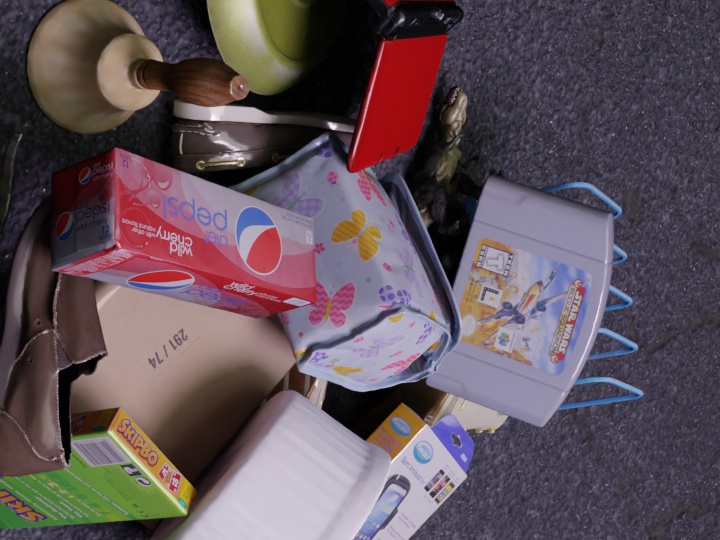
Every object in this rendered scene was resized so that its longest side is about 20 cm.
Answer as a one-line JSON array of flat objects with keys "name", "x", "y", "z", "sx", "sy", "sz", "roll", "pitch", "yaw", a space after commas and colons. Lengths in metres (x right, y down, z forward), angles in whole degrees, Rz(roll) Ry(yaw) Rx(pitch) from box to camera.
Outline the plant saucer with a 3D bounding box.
[{"name": "plant saucer", "x": -0.056, "y": -0.239, "z": 0.974, "sx": 0.200, "sy": 0.031, "sz": 0.201, "roll": -31, "pitch": 125, "yaw": -57}]

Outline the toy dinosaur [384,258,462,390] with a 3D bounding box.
[{"name": "toy dinosaur", "x": 0.032, "y": 0.061, "z": 1.154, "sx": 0.200, "sy": 0.047, "sz": 0.088, "roll": -36, "pitch": 155, "yaw": -12}]

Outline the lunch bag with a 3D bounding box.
[{"name": "lunch bag", "x": 0.000, "y": 0.000, "z": 1.013, "sx": 0.127, "sy": 0.170, "sz": 0.200, "roll": -27, "pitch": 159, "yaw": 11}]

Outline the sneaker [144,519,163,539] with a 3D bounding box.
[{"name": "sneaker", "x": -0.126, "y": 0.232, "z": 1.070, "sx": 0.075, "sy": 0.090, "sz": 0.200, "roll": -25, "pitch": 101, "yaw": 11}]

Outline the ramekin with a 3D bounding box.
[{"name": "ramekin", "x": -0.077, "y": 0.186, "z": 0.929, "sx": 0.098, "sy": 0.200, "sz": 0.201, "roll": 42, "pitch": 70, "yaw": -5}]

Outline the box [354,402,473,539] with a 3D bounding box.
[{"name": "box", "x": 0.015, "y": 0.207, "z": 1.095, "sx": 0.200, "sy": 0.041, "sz": 0.119, "roll": -47, "pitch": 142, "yaw": -9}]

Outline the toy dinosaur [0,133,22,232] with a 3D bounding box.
[{"name": "toy dinosaur", "x": -0.280, "y": 0.002, "z": 0.834, "sx": 0.047, "sy": 0.088, "sz": 0.201, "roll": 23, "pitch": 78, "yaw": -56}]

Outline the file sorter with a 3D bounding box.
[{"name": "file sorter", "x": 0.190, "y": 0.030, "z": 1.180, "sx": 0.139, "sy": 0.122, "sz": 0.201, "roll": 22, "pitch": 61, "yaw": -57}]

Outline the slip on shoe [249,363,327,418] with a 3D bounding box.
[{"name": "slip on shoe", "x": -0.066, "y": 0.123, "z": 1.085, "sx": 0.061, "sy": 0.076, "sz": 0.201, "roll": 76, "pitch": 18, "yaw": -78}]

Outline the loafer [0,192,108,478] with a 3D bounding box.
[{"name": "loafer", "x": -0.200, "y": 0.043, "z": 0.817, "sx": 0.071, "sy": 0.073, "sz": 0.201, "roll": 10, "pitch": 80, "yaw": 2}]

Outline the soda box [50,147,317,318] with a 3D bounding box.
[{"name": "soda box", "x": -0.115, "y": -0.020, "z": 0.839, "sx": 0.200, "sy": 0.063, "sz": 0.070, "roll": 18, "pitch": 64, "yaw": -52}]

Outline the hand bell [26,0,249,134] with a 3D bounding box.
[{"name": "hand bell", "x": -0.143, "y": -0.135, "z": 0.861, "sx": 0.104, "sy": 0.200, "sz": 0.104, "roll": -13, "pitch": 110, "yaw": -38}]

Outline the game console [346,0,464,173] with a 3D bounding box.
[{"name": "game console", "x": 0.003, "y": -0.190, "z": 0.986, "sx": 0.119, "sy": 0.172, "sz": 0.200, "roll": -42, "pitch": 178, "yaw": 20}]

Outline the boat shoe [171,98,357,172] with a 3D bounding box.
[{"name": "boat shoe", "x": -0.066, "y": -0.105, "z": 1.024, "sx": 0.200, "sy": 0.072, "sz": 0.060, "roll": 1, "pitch": 101, "yaw": -37}]

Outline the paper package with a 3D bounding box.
[{"name": "paper package", "x": -0.170, "y": 0.062, "z": 0.956, "sx": 0.200, "sy": 0.103, "sz": 0.191, "roll": -49, "pitch": 128, "yaw": -21}]

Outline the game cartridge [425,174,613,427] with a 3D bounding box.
[{"name": "game cartridge", "x": 0.146, "y": 0.030, "z": 1.078, "sx": 0.042, "sy": 0.133, "sz": 0.201, "roll": -9, "pitch": 117, "yaw": -66}]

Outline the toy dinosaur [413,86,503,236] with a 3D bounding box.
[{"name": "toy dinosaur", "x": 0.078, "y": -0.070, "z": 1.140, "sx": 0.047, "sy": 0.088, "sz": 0.200, "roll": 36, "pitch": 76, "yaw": -52}]

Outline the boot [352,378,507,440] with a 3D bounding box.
[{"name": "boot", "x": 0.075, "y": 0.151, "z": 1.211, "sx": 0.200, "sy": 0.072, "sz": 0.155, "roll": -57, "pitch": 149, "yaw": 10}]

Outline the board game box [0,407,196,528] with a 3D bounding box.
[{"name": "board game box", "x": -0.222, "y": 0.147, "z": 0.883, "sx": 0.096, "sy": 0.200, "sz": 0.030, "roll": 56, "pitch": 36, "yaw": -32}]
